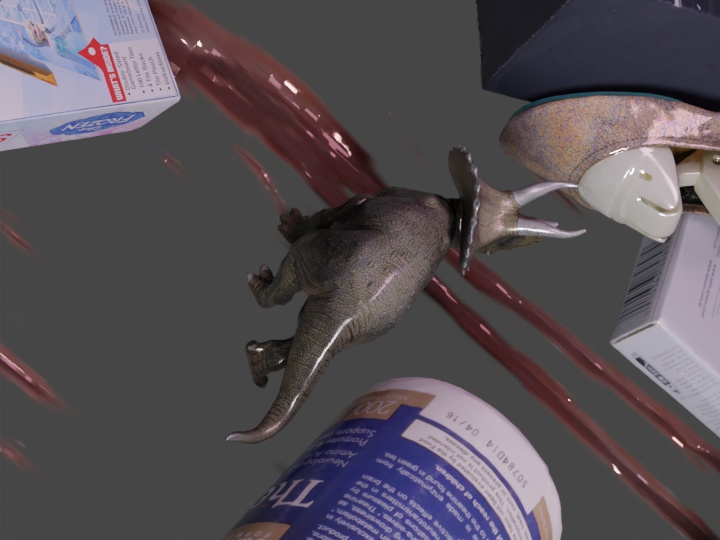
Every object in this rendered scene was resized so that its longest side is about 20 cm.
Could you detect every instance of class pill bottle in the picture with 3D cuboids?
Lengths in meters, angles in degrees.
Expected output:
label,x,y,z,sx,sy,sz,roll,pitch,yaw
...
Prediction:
label,x,y,z,sx,sy,sz,roll,pitch,yaw
pill bottle,-0.011,0.140,0.842,0.111,0.111,0.200,53,46,-8

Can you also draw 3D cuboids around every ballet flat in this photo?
label,x,y,z,sx,sy,sz,roll,pitch,yaw
ballet flat,0.170,-0.048,1.069,0.198,0.068,0.068,2,55,-9

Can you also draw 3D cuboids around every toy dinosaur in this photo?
label,x,y,z,sx,sy,sz,roll,pitch,yaw
toy dinosaur,0.000,0.000,0.920,0.200,0.102,0.077,-34,94,-45

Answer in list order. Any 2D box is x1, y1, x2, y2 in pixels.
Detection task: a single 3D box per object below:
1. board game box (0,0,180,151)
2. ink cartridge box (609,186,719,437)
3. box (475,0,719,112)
label,x,y,z,sx,sy,sz,roll,pitch,yaw
board game box,-0.190,-0.143,0.859,0.199,0.041,0.201,-12,79,-42
ink cartridge box,0.236,0.019,1.157,0.200,0.041,0.200,39,49,-19
box,0.163,-0.173,1.108,0.199,0.104,0.183,11,59,-27
